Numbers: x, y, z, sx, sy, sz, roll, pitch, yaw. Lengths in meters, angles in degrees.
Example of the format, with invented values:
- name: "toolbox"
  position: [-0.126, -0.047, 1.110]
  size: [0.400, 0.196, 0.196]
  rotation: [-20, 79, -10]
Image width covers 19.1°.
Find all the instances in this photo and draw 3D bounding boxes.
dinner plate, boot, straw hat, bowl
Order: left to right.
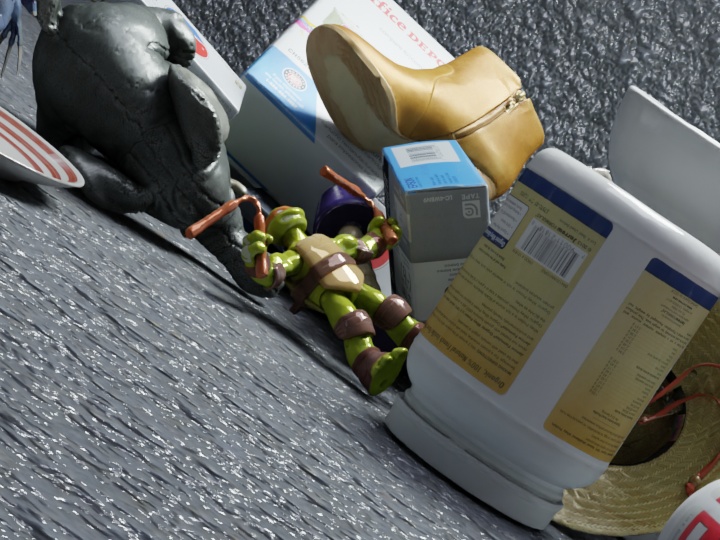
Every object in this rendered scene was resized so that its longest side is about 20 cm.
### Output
- name: "dinner plate"
  position: [-0.257, -0.099, 1.295]
  size: [0.199, 0.024, 0.200]
  rotation: [33, 4, -2]
- name: "boot"
  position: [0.054, -0.142, 1.681]
  size: [0.071, 0.144, 0.202]
  rotation: [-22, -69, 49]
- name: "straw hat"
  position: [0.169, 0.094, 1.439]
  size: [0.200, 0.202, 0.085]
  rotation: [34, -14, 6]
- name: "bowl"
  position: [0.263, -0.039, 1.495]
  size: [0.199, 0.075, 0.200]
  rotation: [36, 7, 22]

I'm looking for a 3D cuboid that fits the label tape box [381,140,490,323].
- name: "label tape box"
  position: [0.059, 0.018, 1.580]
  size: [0.066, 0.202, 0.143]
  rotation: [-4, 16, -6]

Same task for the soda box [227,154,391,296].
- name: "soda box"
  position: [-0.024, -0.043, 1.791]
  size: [0.200, 0.068, 0.064]
  rotation: [44, -12, -2]

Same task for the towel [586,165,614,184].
- name: "towel"
  position: [0.143, 0.012, 1.711]
  size: [0.133, 0.200, 0.035]
  rotation: [47, 4, -46]

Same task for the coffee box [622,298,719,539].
- name: "coffee box"
  position: [0.230, 0.091, 1.599]
  size: [0.199, 0.201, 0.198]
  rotation: [33, 5, -13]

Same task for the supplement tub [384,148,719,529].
- name: "supplement tub"
  position: [0.118, 0.043, 1.314]
  size: [0.144, 0.201, 0.144]
  rotation: [33, 5, -3]

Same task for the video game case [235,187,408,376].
- name: "video game case"
  position: [-0.017, 0.010, 1.675]
  size: [0.200, 0.019, 0.143]
  rotation: [43, 5, 2]

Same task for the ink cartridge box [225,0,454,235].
- name: "ink cartridge box"
  position: [-0.016, -0.139, 1.744]
  size: [0.144, 0.085, 0.200]
  rotation: [43, 42, -4]

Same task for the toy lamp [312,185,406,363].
- name: "toy lamp"
  position: [0.000, 0.000, 1.563]
  size: [0.058, 0.058, 0.200]
  rotation: [31, 23, -26]

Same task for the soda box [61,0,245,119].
- name: "soda box"
  position: [-0.174, -0.182, 1.589]
  size: [0.200, 0.064, 0.068]
  rotation: [48, 15, -15]

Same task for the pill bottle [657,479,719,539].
- name: "pill bottle"
  position: [0.247, 0.197, 1.171]
  size: [0.112, 0.113, 0.200]
  rotation: [32, 5, -23]

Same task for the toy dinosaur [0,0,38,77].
- name: "toy dinosaur"
  position: [-0.278, -0.221, 1.670]
  size: [0.105, 0.200, 0.182]
  rotation: [41, 38, -11]

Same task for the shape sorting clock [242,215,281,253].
- name: "shape sorting clock"
  position: [-0.124, -0.058, 1.699]
  size: [0.200, 0.039, 0.200]
  rotation: [45, 5, -5]

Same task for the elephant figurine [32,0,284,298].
- name: "elephant figurine"
  position: [-0.137, -0.088, 1.461]
  size: [0.154, 0.142, 0.200]
  rotation: [-7, 49, -37]

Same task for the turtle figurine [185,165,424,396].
- name: "turtle figurine"
  position: [-0.023, 0.010, 1.426]
  size: [0.161, 0.065, 0.199]
  rotation: [48, 29, 21]
